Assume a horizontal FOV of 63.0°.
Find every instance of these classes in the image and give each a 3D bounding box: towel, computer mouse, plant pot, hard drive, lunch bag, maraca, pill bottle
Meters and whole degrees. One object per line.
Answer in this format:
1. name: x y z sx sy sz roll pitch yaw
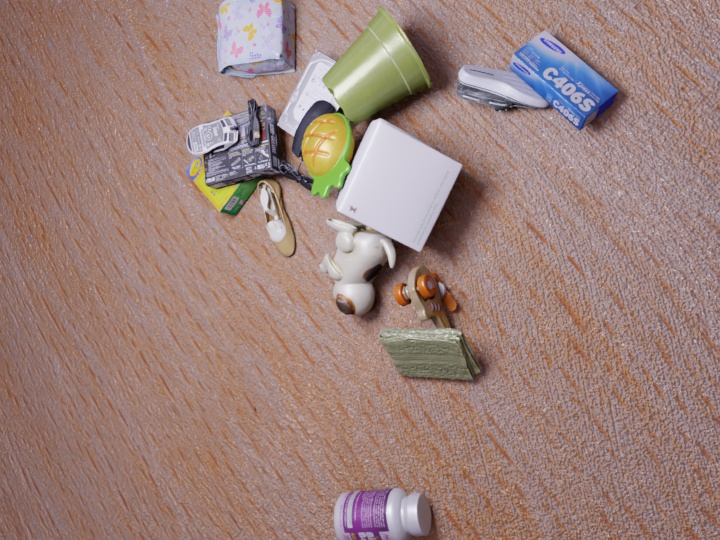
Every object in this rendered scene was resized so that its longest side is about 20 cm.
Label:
1. towel: 0.147 0.175 1.242 0.196 0.150 0.037 -4 42 29
2. computer mouse: -0.101 -0.279 1.346 0.139 0.046 0.202 36 105 12
3. plant pot: 0.024 -0.418 1.265 0.189 0.200 0.202 -36 73 8
4. hard drive: -0.099 -0.399 1.392 0.139 0.038 0.202 37 105 23
5. lunch bag: -0.267 -0.587 1.478 0.196 0.127 0.174 -1 89 16
6. maraca: -0.068 -0.248 1.255 0.136 0.106 0.204 -31 53 37
7. pill bottle: 0.049 0.536 1.279 0.197 0.112 0.115 -15 81 25
8. computer mouse: -0.325 -0.329 1.406 0.196 0.044 0.112 -13 85 16

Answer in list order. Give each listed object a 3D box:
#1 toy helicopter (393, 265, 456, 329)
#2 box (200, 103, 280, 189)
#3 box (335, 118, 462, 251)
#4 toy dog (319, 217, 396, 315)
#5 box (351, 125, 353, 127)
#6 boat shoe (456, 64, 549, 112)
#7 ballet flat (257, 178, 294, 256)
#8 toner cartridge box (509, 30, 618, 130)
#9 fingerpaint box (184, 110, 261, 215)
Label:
1. toy helicopter: 0.161 0.082 1.255 0.078 0.132 0.202 -22 102 35
2. box: -0.295 -0.300 1.439 0.196 0.050 0.161 -10 82 22
3. box: 0.073 -0.181 1.228 0.197 0.171 0.202 25 100 -8
4. toy dog: 0.000 0.000 1.321 0.191 0.139 0.204 22 109 29
5. box: -0.065 -0.383 1.415 0.199 0.041 0.120 -38 73 18
6. boat shoe: 0.295 -0.369 1.223 0.197 0.073 0.072 20 141 9
7. ballet flat: -0.218 -0.132 1.466 0.068 0.063 0.204 -22 79 24
8. toner cartridge box: 0.399 -0.378 1.164 0.094 0.043 0.201 -37 70 -12
9. fingerpaint box: -0.335 -0.276 1.523 0.167 0.073 0.201 45 104 20
